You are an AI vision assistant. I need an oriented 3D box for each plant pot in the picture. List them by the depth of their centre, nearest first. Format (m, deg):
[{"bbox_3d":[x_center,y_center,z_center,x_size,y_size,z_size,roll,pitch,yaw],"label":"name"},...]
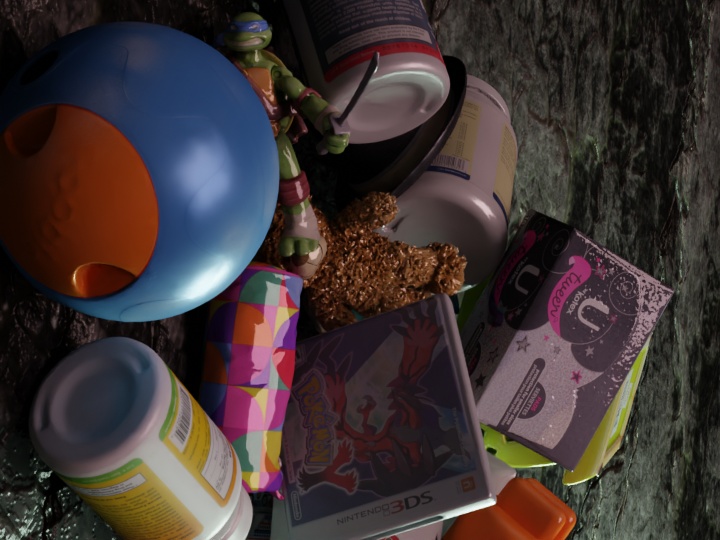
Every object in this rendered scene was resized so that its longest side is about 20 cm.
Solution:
[{"bbox_3d":[0.199,0.113,1.667,0.199,0.181,0.201,-16,122,-70],"label":"plant pot"}]

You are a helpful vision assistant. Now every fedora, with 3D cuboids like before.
[{"bbox_3d":[0.010,-0.146,1.454,0.091,0.200,0.201,37,55,-21],"label":"fedora"}]

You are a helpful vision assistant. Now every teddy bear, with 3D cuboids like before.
[{"bbox_3d":[0.000,0.000,1.401,0.200,0.145,0.067,36,28,-30],"label":"teddy bear"}]

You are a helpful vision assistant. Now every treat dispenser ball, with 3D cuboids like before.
[{"bbox_3d":[-0.155,-0.066,1.056,0.201,0.200,0.202,-18,110,-61],"label":"treat dispenser ball"}]

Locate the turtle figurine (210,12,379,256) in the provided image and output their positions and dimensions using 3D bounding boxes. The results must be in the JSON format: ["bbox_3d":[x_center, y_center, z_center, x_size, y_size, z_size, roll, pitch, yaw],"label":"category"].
[{"bbox_3d":[-0.087,-0.098,1.257,0.143,0.200,0.195,-16,118,-25],"label":"turtle figurine"}]

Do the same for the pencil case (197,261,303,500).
[{"bbox_3d":[-0.096,0.093,1.331,0.088,0.088,0.201,6,90,-63],"label":"pencil case"}]

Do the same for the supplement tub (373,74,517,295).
[{"bbox_3d":[0.082,-0.090,1.553,0.201,0.144,0.146,-77,156,-48],"label":"supplement tub"}]

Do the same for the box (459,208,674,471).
[{"bbox_3d":[0.180,0.064,1.485,0.132,0.115,0.201,29,91,-21],"label":"box"}]

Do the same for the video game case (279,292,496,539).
[{"bbox_3d":[0.011,0.134,1.352,0.023,0.181,0.201,52,22,-55],"label":"video game case"}]

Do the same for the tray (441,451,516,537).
[{"bbox_3d":[0.059,0.256,1.564,0.200,0.107,0.022,-55,151,-6],"label":"tray"}]

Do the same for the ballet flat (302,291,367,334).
[{"bbox_3d":[0.021,0.067,1.521,0.200,0.069,0.070,35,60,-32],"label":"ballet flat"}]

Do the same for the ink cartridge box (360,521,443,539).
[{"bbox_3d":[0.016,0.198,1.419,0.147,0.082,0.201,48,46,-52],"label":"ink cartridge box"}]

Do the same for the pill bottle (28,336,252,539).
[{"bbox_3d":[-0.157,0.148,1.186,0.200,0.110,0.112,60,43,-49],"label":"pill bottle"}]

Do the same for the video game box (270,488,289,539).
[{"bbox_3d":[-0.021,0.184,1.492,0.182,0.047,0.201,27,63,-59],"label":"video game box"}]

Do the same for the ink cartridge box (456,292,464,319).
[{"bbox_3d":[0.093,0.051,1.736,0.145,0.048,0.201,-3,97,-63],"label":"ink cartridge box"}]

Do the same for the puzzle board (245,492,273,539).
[{"bbox_3d":[-0.070,0.209,1.475,0.200,0.017,0.152,22,74,-62],"label":"puzzle board"}]

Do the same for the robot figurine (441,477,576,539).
[{"bbox_3d":[0.121,0.293,1.485,0.200,0.116,0.144,-54,-165,6],"label":"robot figurine"}]

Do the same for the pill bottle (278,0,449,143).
[{"bbox_3d":[-0.006,-0.223,1.351,0.120,0.119,0.201,31,37,-61],"label":"pill bottle"}]

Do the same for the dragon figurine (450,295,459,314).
[{"bbox_3d":[0.062,0.028,1.611,0.099,0.059,0.201,-5,74,-46],"label":"dragon figurine"}]
